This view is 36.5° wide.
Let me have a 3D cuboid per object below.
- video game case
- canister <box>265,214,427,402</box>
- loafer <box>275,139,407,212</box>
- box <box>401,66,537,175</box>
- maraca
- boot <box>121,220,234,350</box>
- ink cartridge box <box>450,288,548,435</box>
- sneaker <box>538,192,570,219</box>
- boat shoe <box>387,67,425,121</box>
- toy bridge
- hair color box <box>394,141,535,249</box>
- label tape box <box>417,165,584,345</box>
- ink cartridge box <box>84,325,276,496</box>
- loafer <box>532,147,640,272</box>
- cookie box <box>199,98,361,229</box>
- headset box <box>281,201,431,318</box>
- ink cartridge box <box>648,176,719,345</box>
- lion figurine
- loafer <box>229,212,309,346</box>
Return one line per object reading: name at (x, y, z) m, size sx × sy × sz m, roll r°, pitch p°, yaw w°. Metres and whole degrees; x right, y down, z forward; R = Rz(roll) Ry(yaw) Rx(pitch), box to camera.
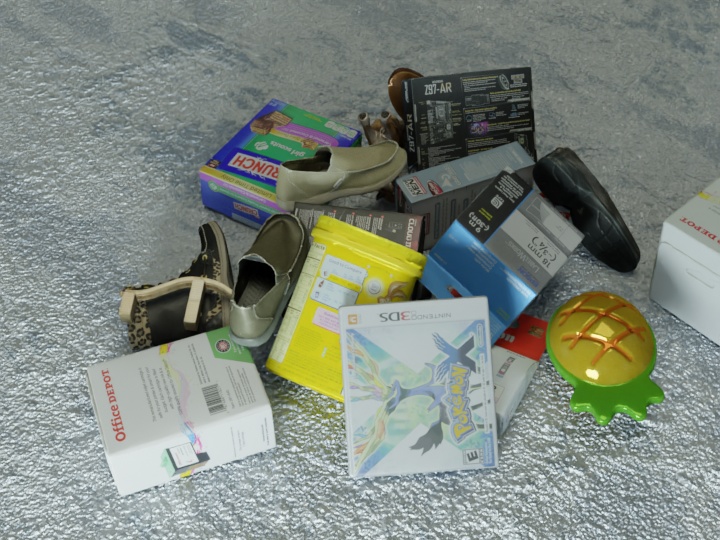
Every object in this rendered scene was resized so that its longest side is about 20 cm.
video game case at (0.069, 0.137, 1.295) m, size 0.179 × 0.022 × 0.204 m, roll -4°, pitch 89°, yaw -2°
canister at (-0.020, 0.052, 1.354) m, size 0.147 × 0.087 × 0.203 m, roll 21°, pitch 86°, yaw 9°
loafer at (-0.027, -0.142, 1.517) m, size 0.197 × 0.069 × 0.076 m, roll -22°, pitch 34°, yaw -13°
box at (0.163, -0.212, 1.619) m, size 0.197 × 0.163 × 0.043 m, roll -10°, pitch 11°, yaw -19°
maraca at (0.301, 0.106, 1.349) m, size 0.135 × 0.108 × 0.202 m, roll -8°, pitch 45°, yaw 4°
boot at (-0.246, 0.022, 1.478) m, size 0.148 × 0.074 × 0.202 m, roll -9°, pitch 54°, yaw -8°
ink cartridge box at (0.147, 0.099, 1.405) m, size 0.160 × 0.058 × 0.201 m, roll 20°, pitch 54°, yaw 21°
sneaker at (0.250, -0.052, 1.546) m, size 0.198 × 0.067 × 0.109 m, roll -6°, pitch 65°, yaw -25°
boat shoe at (0.114, -0.240, 1.670) m, size 0.070 × 0.200 × 0.071 m, roll -38°, pitch 28°, yaw 21°
toy bridge at (-0.213, 0.043, 1.405) m, size 0.196 × 0.027 × 0.068 m, roll 8°, pitch 63°, yaw 1°
hair color box at (0.149, -0.105, 1.570) m, size 0.197 × 0.100 × 0.061 m, roll -18°, pitch 47°, yaw -16°
label tape box at (0.182, -0.021, 1.422) m, size 0.144 × 0.063 × 0.200 m, roll 42°, pitch 55°, yaw 5°
ink cartridge box at (-0.218, 0.166, 1.323) m, size 0.197 × 0.085 × 0.146 m, roll -16°, pitch 46°, yaw -14°
loafer at (0.328, -0.089, 1.522) m, size 0.072 × 0.073 × 0.201 m, roll -38°, pitch 92°, yaw -39°
cookie box at (-0.117, -0.153, 1.644) m, size 0.169 × 0.076 × 0.201 m, roll 23°, pitch 51°, yaw 21°
headset box at (0.000, 0.000, 1.450) m, size 0.196 × 0.075 × 0.151 m, roll 6°, pitch 72°, yaw 8°
ink cartridge box at (0.503, -0.025, 1.445) m, size 0.199 × 0.146 × 0.145 m, roll -32°, pitch 52°, yaw -27°
lion figurine at (0.042, -0.162, 1.646) m, size 0.071 × 0.123 × 0.203 m, roll -6°, pitch 60°, yaw 16°
loafer at (-0.113, -0.001, 1.367) m, size 0.074 × 0.070 × 0.202 m, roll 8°, pitch 52°, yaw 10°
